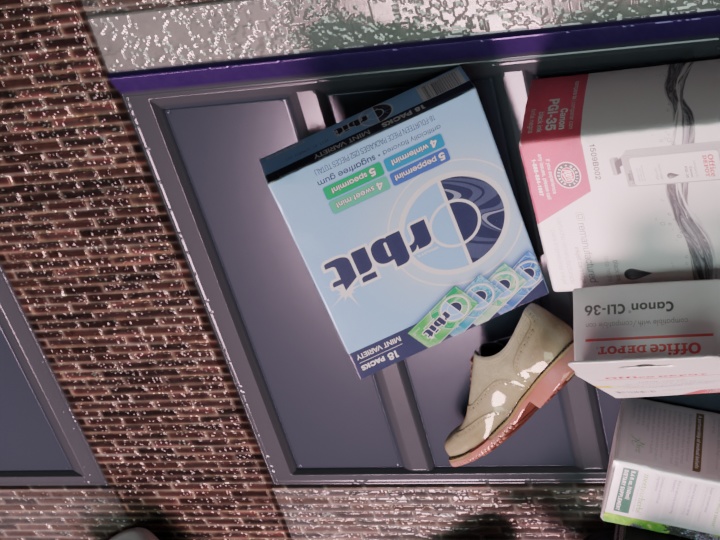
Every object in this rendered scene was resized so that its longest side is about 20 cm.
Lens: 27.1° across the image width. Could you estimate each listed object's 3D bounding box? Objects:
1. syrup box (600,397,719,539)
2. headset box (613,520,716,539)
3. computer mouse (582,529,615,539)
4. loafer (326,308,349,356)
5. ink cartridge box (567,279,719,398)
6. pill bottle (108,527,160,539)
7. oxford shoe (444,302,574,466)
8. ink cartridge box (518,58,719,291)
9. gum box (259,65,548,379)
[{"bbox_3d":[0.312,0.179,1.278,0.197,0.082,0.079,11,133,8],"label":"syrup box"},{"bbox_3d":[0.320,0.266,1.305,0.197,0.149,0.076,13,134,6],"label":"headset box"},{"bbox_3d":[0.300,0.267,1.394,0.197,0.034,0.059,8,154,0],"label":"computer mouse"},{"bbox_3d":[0.000,0.000,1.224,0.062,0.072,0.202,-10,123,19],"label":"loafer"},{"bbox_3d":[0.228,0.052,1.129,0.115,0.068,0.200,-5,168,19],"label":"ink cartridge box"},{"bbox_3d":[-0.199,0.374,1.572,0.114,0.115,0.200,-24,120,32],"label":"pill bottle"},{"bbox_3d":[0.122,0.098,1.287,0.074,0.071,0.200,47,132,8],"label":"oxford shoe"},{"bbox_3d":[0.228,-0.069,1.086,0.197,0.083,0.148,-4,129,19],"label":"ink cartridge box"},{"bbox_3d":[0.037,-0.033,1.155,0.168,0.045,0.201,-25,123,1],"label":"gum box"}]
